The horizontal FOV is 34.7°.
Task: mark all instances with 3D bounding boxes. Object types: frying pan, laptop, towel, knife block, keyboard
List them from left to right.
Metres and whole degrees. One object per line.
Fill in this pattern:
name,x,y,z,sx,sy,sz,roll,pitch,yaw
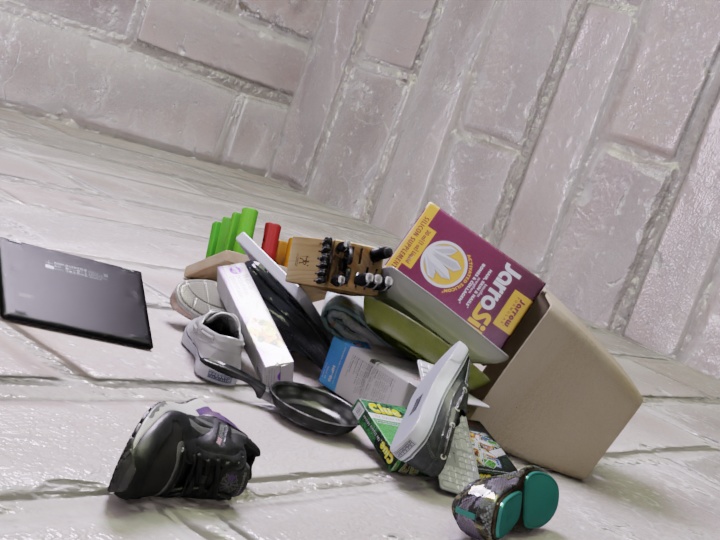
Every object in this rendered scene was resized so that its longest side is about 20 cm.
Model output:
laptop,-0.373,0.038,1.413,0.186,0.116,0.201,15,38,-33
frying pan,-0.083,0.148,1.299,0.189,0.031,0.115,15,11,-30
knife block,0.000,0.000,1.512,0.175,0.064,0.200,8,-4,32
towel,0.026,0.100,1.668,0.200,0.048,0.171,41,8,-7
keyboard,0.101,0.179,1.319,0.056,0.011,0.201,26,31,-24

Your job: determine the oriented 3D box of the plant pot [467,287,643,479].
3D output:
plant pot,0.266,0.164,1.561,0.177,0.201,0.200,35,8,1

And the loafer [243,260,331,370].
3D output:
loafer,-0.104,0.076,1.552,0.201,0.070,0.068,47,-8,4

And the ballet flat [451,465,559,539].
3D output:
ballet flat,0.145,0.234,1.183,0.072,0.072,0.200,24,7,26

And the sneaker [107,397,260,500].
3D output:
sneaker,-0.136,0.156,0.965,0.087,0.076,0.200,28,9,9

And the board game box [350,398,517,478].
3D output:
board game box,0.090,0.200,1.328,0.199,0.024,0.105,16,27,-37

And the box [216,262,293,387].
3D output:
box,-0.133,0.067,1.442,0.038,0.042,0.200,-9,40,-21

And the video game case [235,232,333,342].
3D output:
video game case,-0.100,0.036,1.654,0.143,0.018,0.200,43,-9,28

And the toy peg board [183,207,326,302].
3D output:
toy peg board,-0.149,-0.021,1.832,0.198,0.098,0.200,17,-14,-24

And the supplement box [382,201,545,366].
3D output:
supplement box,0.136,0.021,1.617,0.199,0.131,0.103,34,-11,4

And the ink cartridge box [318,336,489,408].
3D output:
ink cartridge box,0.054,0.157,1.467,0.116,0.068,0.200,14,9,-41

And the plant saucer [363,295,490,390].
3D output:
plant saucer,0.079,0.102,1.511,0.199,0.031,0.200,34,-7,5

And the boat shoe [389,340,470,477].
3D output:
boat shoe,0.089,0.154,1.284,0.057,0.069,0.200,40,38,-4

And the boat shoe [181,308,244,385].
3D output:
boat shoe,-0.172,0.082,1.416,0.073,0.066,0.200,17,8,-21

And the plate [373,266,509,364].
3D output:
plate,0.087,0.071,1.559,0.200,0.032,0.199,38,-12,-8

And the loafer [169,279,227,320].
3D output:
loafer,-0.180,0.065,1.589,0.199,0.063,0.072,14,52,-38
